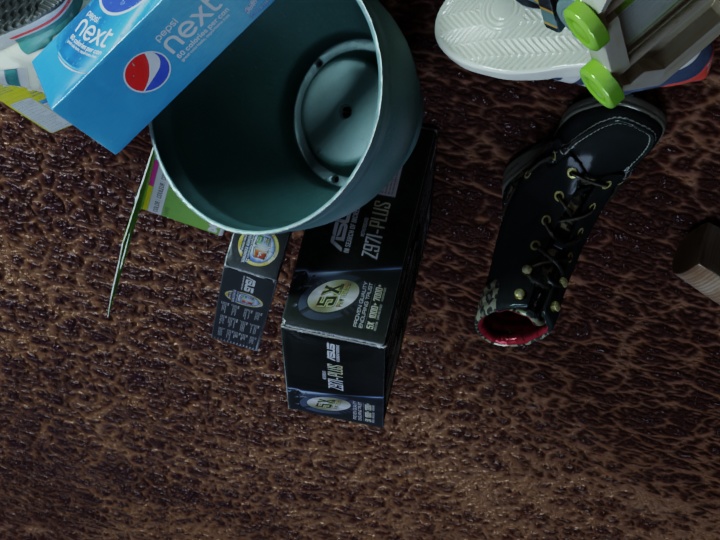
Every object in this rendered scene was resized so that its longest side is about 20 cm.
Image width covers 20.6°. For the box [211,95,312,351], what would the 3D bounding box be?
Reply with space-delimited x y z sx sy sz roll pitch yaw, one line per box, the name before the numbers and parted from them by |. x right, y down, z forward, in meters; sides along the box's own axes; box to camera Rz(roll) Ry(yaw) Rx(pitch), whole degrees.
box | -0.075 -0.039 1.599 0.044 0.161 0.200 16 160 -2

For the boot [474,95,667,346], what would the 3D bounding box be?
boot | 0.158 -0.035 1.503 0.073 0.154 0.203 23 153 -16

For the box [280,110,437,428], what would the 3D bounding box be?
box | 0.000 0.000 1.610 0.086 0.201 0.164 11 155 6

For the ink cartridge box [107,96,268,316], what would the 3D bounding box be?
ink cartridge box | -0.132 -0.067 1.552 0.075 0.201 0.148 18 155 -5

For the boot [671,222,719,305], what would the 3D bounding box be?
boot | 0.358 0.000 1.560 0.154 0.074 0.200 25 165 -16

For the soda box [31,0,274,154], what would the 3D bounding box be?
soda box | -0.129 -0.178 1.355 0.200 0.064 0.068 -43 134 13

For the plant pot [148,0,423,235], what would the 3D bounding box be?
plant pot | -0.036 -0.121 1.433 0.199 0.202 0.134 -1 176 31

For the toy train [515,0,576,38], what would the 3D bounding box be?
toy train | 0.122 -0.221 1.241 0.114 0.085 0.200 28 164 25

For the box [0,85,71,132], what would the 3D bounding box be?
box | -0.289 -0.188 1.579 0.200 0.049 0.117 31 150 -34

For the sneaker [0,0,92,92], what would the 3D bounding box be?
sneaker | -0.257 -0.153 1.447 0.199 0.071 0.093 -16 136 36

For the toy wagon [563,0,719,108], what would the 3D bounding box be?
toy wagon | 0.189 -0.189 1.195 0.040 0.155 0.200 46 174 29

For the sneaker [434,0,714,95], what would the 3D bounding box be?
sneaker | 0.150 -0.155 1.372 0.199 0.075 0.084 10 171 28
